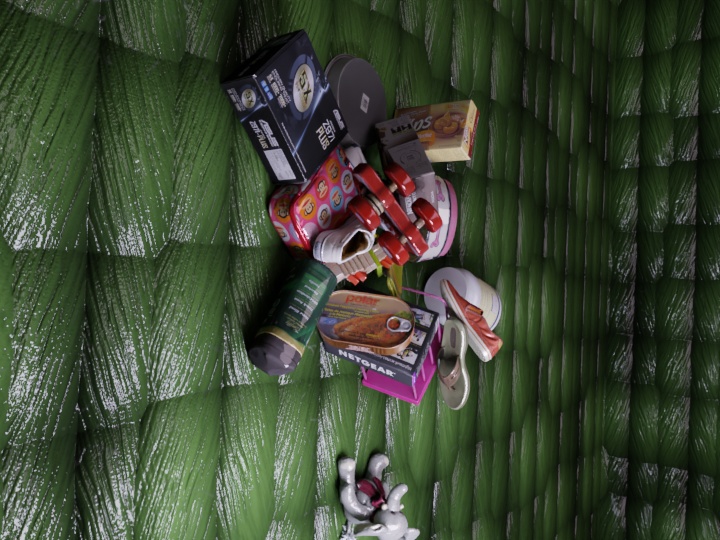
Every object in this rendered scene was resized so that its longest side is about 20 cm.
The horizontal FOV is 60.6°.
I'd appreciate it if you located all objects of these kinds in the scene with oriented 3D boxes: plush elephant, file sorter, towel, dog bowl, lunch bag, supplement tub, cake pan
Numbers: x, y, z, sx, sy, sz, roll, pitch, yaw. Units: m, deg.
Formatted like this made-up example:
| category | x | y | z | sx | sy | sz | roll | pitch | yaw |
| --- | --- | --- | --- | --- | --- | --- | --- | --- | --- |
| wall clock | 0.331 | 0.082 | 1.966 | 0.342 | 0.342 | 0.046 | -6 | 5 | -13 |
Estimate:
| category | x | y | z | sx | sy | sz | roll | pitch | yaw |
| --- | --- | --- | --- | --- | --- | --- | --- | --- | --- |
| plush elephant | 0.039 | 0.491 | 1.275 | 0.163 | 0.152 | 0.206 | 27 | 70 | -50 |
| file sorter | 0.097 | 0.152 | 1.332 | 0.202 | 0.136 | 0.127 | -56 | 148 | -35 |
| towel | 0.079 | -0.007 | 1.349 | 0.202 | 0.018 | 0.088 | -82 | 159 | -53 |
| dog bowl | 0.151 | -0.118 | 1.364 | 0.071 | 0.200 | 0.207 | 3 | 89 | -14 |
| lunch bag | -0.075 | -0.113 | 1.165 | 0.202 | 0.080 | 0.179 | -57 | 137 | -33 |
| supplement tub | 0.260 | 0.080 | 1.566 | 0.198 | 0.142 | 0.150 | 26 | 71 | -51 |
| cake pan | -0.007 | -0.344 | 1.275 | 0.198 | 0.036 | 0.207 | -3 | 94 | -54 |

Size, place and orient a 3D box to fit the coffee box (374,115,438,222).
| category | x | y | z | sx | sy | sz | roll | pitch | yaw |
| --- | --- | --- | --- | --- | --- | --- | --- | --- | --- |
| coffee box | 0.092 | -0.204 | 1.245 | 0.115 | 0.077 | 0.203 | 76 | -2 | -46 |

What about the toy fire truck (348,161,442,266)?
| category | x | y | z | sx | sy | sz | roll | pitch | yaw |
| --- | --- | --- | --- | --- | --- | --- | --- | --- | --- |
| toy fire truck | 0.048 | -0.109 | 1.133 | 0.112 | 0.168 | 0.201 | -42 | 107 | -6 |

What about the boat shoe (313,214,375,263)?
| category | x | y | z | sx | sy | sz | roll | pitch | yaw |
| --- | --- | --- | --- | --- | --- | --- | --- | --- | --- |
| boat shoe | -0.008 | -0.056 | 1.146 | 0.199 | 0.068 | 0.073 | -26 | 127 | -58 |

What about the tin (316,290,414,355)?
| category | x | y | z | sx | sy | sz | roll | pitch | yaw |
| --- | --- | --- | --- | --- | --- | --- | --- | --- | --- |
| tin | 0.009 | 0.100 | 1.194 | 0.042 | 0.194 | 0.115 | 79 | 22 | -60 |

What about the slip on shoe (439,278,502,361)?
| category | x | y | z | sx | sy | sz | roll | pitch | yaw |
| --- | --- | --- | --- | --- | --- | --- | --- | --- | --- |
| slip on shoe | 0.234 | 0.099 | 1.329 | 0.060 | 0.202 | 0.075 | -30 | 156 | -9 |

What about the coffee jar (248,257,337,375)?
| category | x | y | z | sx | sy | sz | roll | pitch | yaw |
| --- | --- | --- | --- | --- | --- | --- | --- | --- | --- |
| coffee jar | -0.120 | 0.084 | 1.085 | 0.084 | 0.104 | 0.203 | 33 | 61 | -14 |

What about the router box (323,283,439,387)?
| category | x | y | z | sx | sy | sz | roll | pitch | yaw |
| --- | --- | --- | --- | --- | --- | --- | --- | --- | --- |
| router box | 0.042 | 0.123 | 1.230 | 0.151 | 0.195 | 0.052 | -60 | 159 | -30 |

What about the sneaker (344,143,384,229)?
| category | x | y | z | sx | sy | sz | roll | pitch | yaw |
| --- | --- | --- | --- | --- | --- | --- | --- | --- | --- |
| sneaker | 0.020 | -0.172 | 1.277 | 0.071 | 0.073 | 0.201 | -43 | 128 | -11 |

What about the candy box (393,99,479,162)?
| category | x | y | z | sx | sy | sz | roll | pitch | yaw |
| --- | --- | --- | --- | --- | --- | --- | --- | --- | --- |
| candy box | 0.157 | -0.304 | 1.363 | 0.055 | 0.196 | 0.119 | 33 | 66 | -49 |

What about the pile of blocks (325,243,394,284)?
| category | x | y | z | sx | sy | sz | roll | pitch | yaw |
| --- | --- | --- | --- | --- | --- | --- | --- | --- | --- |
| pile of blocks | 0.000 | 0.000 | 1.241 | 0.196 | 0.063 | 0.083 | -18 | 151 | -29 |

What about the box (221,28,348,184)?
| category | x | y | z | sx | sy | sz | roll | pitch | yaw |
| --- | --- | --- | --- | --- | --- | --- | --- | --- | --- |
| box | -0.125 | -0.282 | 1.078 | 0.165 | 0.084 | 0.203 | -55 | 132 | -37 |

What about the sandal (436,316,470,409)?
| category | x | y | z | sx | sy | sz | roll | pitch | yaw |
| --- | --- | --- | --- | --- | --- | --- | --- | --- | --- |
| sandal | 0.189 | 0.199 | 1.317 | 0.056 | 0.079 | 0.208 | -16 | 109 | -39 |

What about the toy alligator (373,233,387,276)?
| category | x | y | z | sx | sy | sz | roll | pitch | yaw |
| --- | --- | --- | --- | --- | --- | --- | --- | --- | --- |
| toy alligator | 0.019 | -0.053 | 1.316 | 0.200 | 0.058 | 0.055 | 49 | 11 | -51 |
